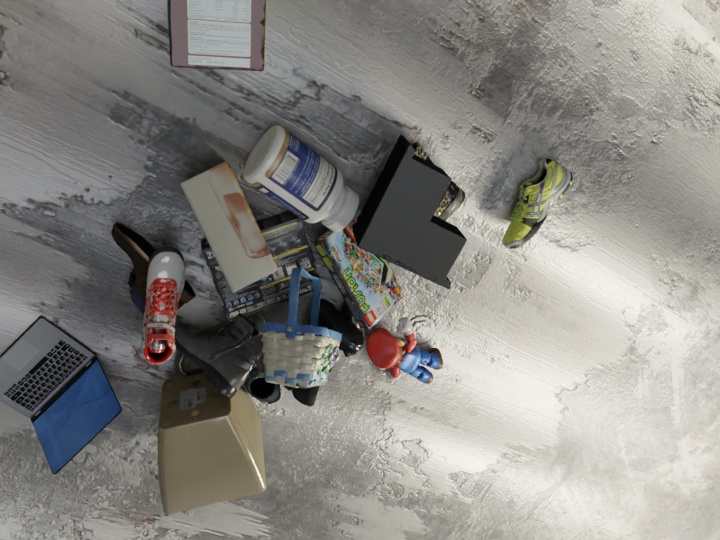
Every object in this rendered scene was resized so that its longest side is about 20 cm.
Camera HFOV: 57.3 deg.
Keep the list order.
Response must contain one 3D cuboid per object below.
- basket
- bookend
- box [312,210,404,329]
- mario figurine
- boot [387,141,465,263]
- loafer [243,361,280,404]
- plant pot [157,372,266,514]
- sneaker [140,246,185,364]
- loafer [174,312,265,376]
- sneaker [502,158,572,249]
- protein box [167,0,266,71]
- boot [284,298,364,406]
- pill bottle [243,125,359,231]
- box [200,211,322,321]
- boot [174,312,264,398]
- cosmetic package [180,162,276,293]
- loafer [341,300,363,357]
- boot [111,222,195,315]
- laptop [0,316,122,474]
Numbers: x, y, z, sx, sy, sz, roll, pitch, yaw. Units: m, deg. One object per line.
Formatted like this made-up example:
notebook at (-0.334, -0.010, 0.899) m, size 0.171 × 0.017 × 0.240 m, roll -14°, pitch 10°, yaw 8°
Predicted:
basket at (-0.103, 0.105, 1.183) m, size 0.136 × 0.176 × 0.205 m, roll -1°, pitch 83°, yaw 11°
bookend at (0.116, -0.104, 1.196) m, size 0.195 × 0.092 × 0.203 m, roll 23°, pitch 107°, yaw -16°
box at (0.000, 0.000, 1.274) m, size 0.110 × 0.034 × 0.202 m, roll -40°, pitch 114°, yaw -26°
mario figurine at (0.086, 0.172, 1.428) m, size 0.198 × 0.105 × 0.126 m, roll 28°, pitch 69°, yaw -37°
boot at (0.086, -0.130, 1.270) m, size 0.203 × 0.074 × 0.154 m, roll -42°, pitch 115°, yaw 6°
loafer at (-0.199, 0.230, 1.321) m, size 0.067 × 0.071 × 0.202 m, roll -26°, pitch 148°, yaw -7°
plant pot at (-0.298, 0.311, 1.275) m, size 0.195 × 0.201 × 0.180 m, roll -10°, pitch 122°, yaw -7°
sneaker at (-0.340, 0.067, 1.139) m, size 0.066 × 0.109 × 0.204 m, roll 6°, pitch 126°, yaw -25°
loafer at (-0.275, 0.150, 1.292) m, size 0.197 × 0.070 × 0.076 m, roll -30°, pitch 120°, yaw -1°
sneaker at (0.346, -0.138, 1.349) m, size 0.076 × 0.075 × 0.202 m, roll 33°, pitch 92°, yaw -21°
protein box at (-0.214, -0.414, 0.958) m, size 0.132 × 0.199 × 0.204 m, roll -2°, pitch 116°, yaw -16°
boot at (-0.078, 0.185, 1.318) m, size 0.065 × 0.165 × 0.203 m, roll 13°, pitch 110°, yaw -36°
pill bottle at (-0.100, -0.156, 1.172) m, size 0.198 × 0.111 × 0.112 m, roll 33°, pitch 103°, yaw -28°
box at (-0.185, -0.009, 1.255) m, size 0.196 × 0.049 × 0.164 m, roll -19°, pitch 122°, yaw -7°
boot at (-0.264, 0.130, 1.240) m, size 0.199 × 0.070 × 0.132 m, roll 39°, pitch 82°, yaw 15°
cosmetic package at (-0.224, -0.076, 1.142) m, size 0.086 × 0.103 × 0.203 m, roll -25°, pitch 100°, yaw -4°
loafer at (-0.004, 0.084, 1.346) m, size 0.062 × 0.072 × 0.204 m, roll -5°, pitch 114°, yaw -19°
boot at (-0.396, 0.011, 1.184) m, size 0.096 × 0.075 × 0.201 m, roll -38°, pitch 122°, yaw 1°
laptop at (-0.575, 0.231, 1.213) m, size 0.187 × 0.116 × 0.200 m, roll -42°, pitch 120°, yaw 5°
